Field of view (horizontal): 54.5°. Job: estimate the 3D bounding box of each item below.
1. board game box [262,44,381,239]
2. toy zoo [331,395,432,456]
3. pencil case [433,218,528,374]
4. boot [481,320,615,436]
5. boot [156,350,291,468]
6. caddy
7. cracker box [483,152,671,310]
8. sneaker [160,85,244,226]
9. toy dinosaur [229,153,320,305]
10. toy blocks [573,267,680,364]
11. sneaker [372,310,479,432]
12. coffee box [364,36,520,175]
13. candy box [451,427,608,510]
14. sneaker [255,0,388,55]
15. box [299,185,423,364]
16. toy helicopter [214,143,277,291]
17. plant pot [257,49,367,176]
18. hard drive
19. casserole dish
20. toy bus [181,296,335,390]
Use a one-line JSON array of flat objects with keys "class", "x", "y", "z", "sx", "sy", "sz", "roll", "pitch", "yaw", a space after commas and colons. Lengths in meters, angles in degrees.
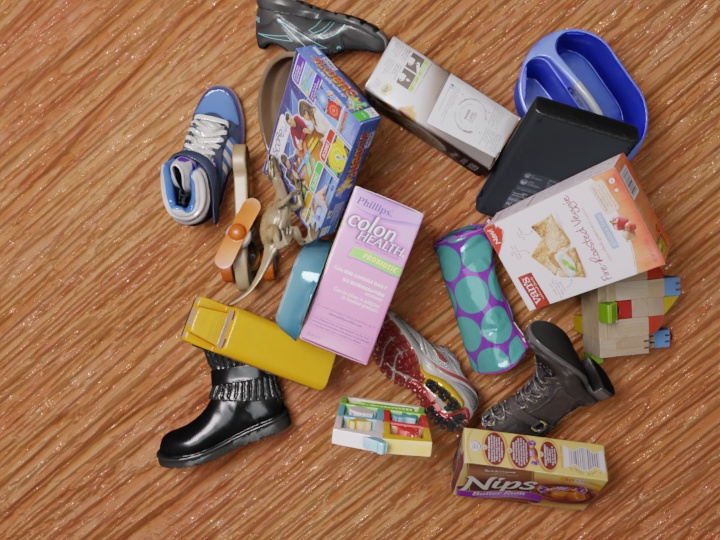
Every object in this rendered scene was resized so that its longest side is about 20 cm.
[{"class": "board game box", "x": -0.057, "y": -0.157, "z": 0.883, "sx": 0.034, "sy": 0.201, "sz": 0.136, "roll": -24, "pitch": 65, "yaw": -36}, {"class": "toy zoo", "x": 0.030, "y": 0.212, "z": 0.948, "sx": 0.128, "sy": 0.200, "sz": 0.021, "roll": 7, "pitch": 95, "yaw": 1}, {"class": "pencil case", "x": 0.172, "y": 0.037, "z": 0.988, "sx": 0.091, "sy": 0.085, "sz": 0.204, "roll": -18, "pitch": 94, "yaw": 19}, {"class": "boot", "x": 0.234, "y": 0.169, "z": 0.952, "sx": 0.173, "sy": 0.070, "sz": 0.199, "roll": -38, "pitch": 123, "yaw": 25}, {"class": "boot", "x": -0.212, "y": 0.178, "z": 1.011, "sx": 0.207, "sy": 0.079, "sz": 0.161, "roll": -19, "pitch": 99, "yaw": -11}, {"class": "caddy", "x": 0.297, "y": -0.226, "z": 0.952, "sx": 0.140, "sy": 0.105, "sz": 0.201, "roll": -37, "pitch": 92, "yaw": 3}, {"class": "cracker box", "x": 0.276, "y": -0.043, "z": 0.904, "sx": 0.198, "sy": 0.058, "sz": 0.135, "roll": -26, "pitch": 100, "yaw": 42}, {"class": "sneaker", "x": -0.217, "y": -0.161, "z": 0.957, "sx": 0.079, "sy": 0.146, "sz": 0.205, "roll": 13, "pitch": 95, "yaw": 1}, {"class": "toy dinosaur", "x": -0.105, "y": -0.048, "z": 0.901, "sx": 0.057, "sy": 0.100, "sz": 0.205, "roll": 18, "pitch": 79, "yaw": -40}, {"class": "toy blocks", "x": 0.385, "y": 0.037, "z": 0.985, "sx": 0.133, "sy": 0.100, "sz": 0.205, "roll": -5, "pitch": 95, "yaw": -9}, {"class": "sneaker", "x": 0.091, "y": 0.138, "z": 1.010, "sx": 0.201, "sy": 0.082, "sz": 0.078, "roll": 49, "pitch": 130, "yaw": 12}, {"class": "coffee box", "x": 0.107, "y": -0.220, "z": 0.957, "sx": 0.198, "sy": 0.114, "sz": 0.081, "roll": 32, "pitch": 94, "yaw": 0}, {"class": "candy box", "x": 0.233, "y": 0.282, "z": 0.986, "sx": 0.195, "sy": 0.118, "sz": 0.057, "roll": 6, "pitch": 52, "yaw": 1}, {"class": "sneaker", "x": -0.057, "y": -0.331, "z": 0.986, "sx": 0.196, "sy": 0.075, "sz": 0.081, "roll": 18, "pitch": 108, "yaw": 7}, {"class": "box", "x": 0.000, "y": 0.000, "z": 0.944, "sx": 0.095, "sy": 0.176, "sz": 0.204, "roll": 20, "pitch": 94, "yaw": -2}, {"class": "toy helicopter", "x": -0.166, "y": -0.073, "z": 0.969, "sx": 0.077, "sy": 0.132, "sz": 0.205, "roll": -2, "pitch": 94, "yaw": 3}, {"class": "plant pot", "x": -0.048, "y": -0.202, "z": 0.955, "sx": 0.092, "sy": 0.199, "sz": 0.204, "roll": -26, "pitch": 93, "yaw": -37}, {"class": "hard drive", "x": 0.251, "y": -0.130, "z": 0.919, "sx": 0.136, "sy": 0.201, "sz": 0.033, "roll": 15, "pitch": 56, "yaw": -6}, {"class": "casserole dish", "x": -0.076, "y": 0.018, "z": 0.937, "sx": 0.038, "sy": 0.200, "sz": 0.124, "roll": 19, "pitch": 101, "yaw": -3}, {"class": "toy bus", "x": -0.136, "y": 0.099, "z": 0.942, "sx": 0.197, "sy": 0.078, "sz": 0.066, "roll": 26, "pitch": 77, "yaw": -27}]
